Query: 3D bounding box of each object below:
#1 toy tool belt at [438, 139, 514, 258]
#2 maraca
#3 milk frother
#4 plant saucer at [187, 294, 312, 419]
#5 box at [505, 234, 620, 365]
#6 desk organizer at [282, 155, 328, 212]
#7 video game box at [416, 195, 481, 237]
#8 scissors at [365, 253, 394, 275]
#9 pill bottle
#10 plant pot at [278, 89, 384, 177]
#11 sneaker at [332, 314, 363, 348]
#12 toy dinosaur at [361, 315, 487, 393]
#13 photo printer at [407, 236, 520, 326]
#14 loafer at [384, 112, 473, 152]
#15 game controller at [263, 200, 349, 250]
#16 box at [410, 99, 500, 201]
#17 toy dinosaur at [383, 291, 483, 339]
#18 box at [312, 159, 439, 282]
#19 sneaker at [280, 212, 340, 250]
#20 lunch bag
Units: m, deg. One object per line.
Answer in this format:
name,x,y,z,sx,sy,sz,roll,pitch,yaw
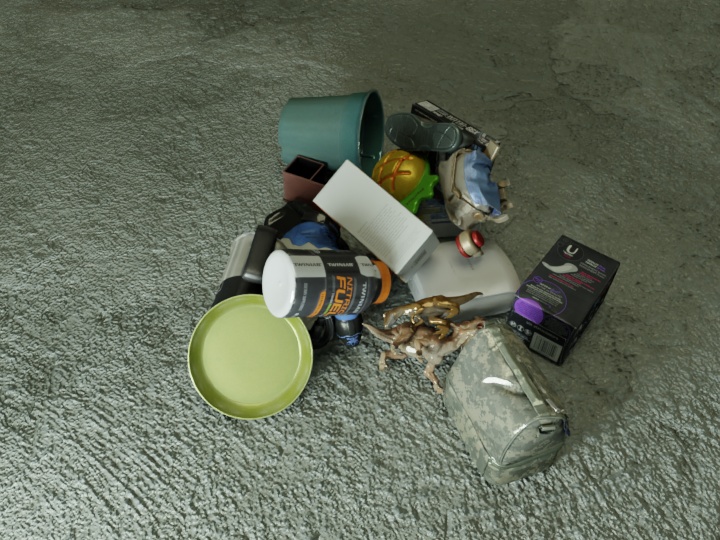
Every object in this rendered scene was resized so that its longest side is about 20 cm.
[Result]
toy tool belt,0.219,-0.135,1.292,0.122,0.124,0.202,-27,56,32
maraca,0.088,-0.173,1.404,0.137,0.107,0.200,-47,34,12
milk frother,-0.146,0.040,1.251,0.199,0.180,0.189,30,43,-20
plant saucer,-0.176,0.138,1.142,0.198,0.202,0.031,-6,4,-8
box,0.361,0.049,1.270,0.122,0.107,0.200,30,51,23
desk organizer,-0.064,-0.167,1.489,0.198,0.077,0.072,21,48,17
video game box,0.139,-0.145,1.498,0.198,0.047,0.183,-4,44,-6
scissors,0.000,0.000,1.319,0.073,0.014,0.199,36,32,29
pill bottle,-0.048,0.019,1.131,0.198,0.107,0.107,-1,40,-35
plant pot,-0.065,-0.299,1.552,0.194,0.201,0.201,7,45,16
sneaker,-0.040,0.065,1.276,0.069,0.079,0.200,-9,25,-7
toy dinosaur,0.107,0.117,1.213,0.198,0.086,0.136,16,47,17
photo printer,0.193,0.016,1.323,0.198,0.070,0.167,-9,46,-11
loafer,0.132,-0.262,1.384,0.063,0.073,0.199,2,16,-43
game controller,-0.111,-0.069,1.426,0.104,0.042,0.200,-36,55,-14
box,0.174,-0.231,1.438,0.050,0.159,0.200,-24,51,-39
toy dinosaur,0.136,0.058,1.176,0.198,0.061,0.106,-11,27,-12
box,0.031,-0.085,1.253,0.200,0.124,0.098,42,92,15
sneaker,-0.063,-0.056,1.313,0.199,0.077,0.112,12,58,47
lunch bag,0.224,0.199,1.075,0.138,0.169,0.201,-13,47,-14
